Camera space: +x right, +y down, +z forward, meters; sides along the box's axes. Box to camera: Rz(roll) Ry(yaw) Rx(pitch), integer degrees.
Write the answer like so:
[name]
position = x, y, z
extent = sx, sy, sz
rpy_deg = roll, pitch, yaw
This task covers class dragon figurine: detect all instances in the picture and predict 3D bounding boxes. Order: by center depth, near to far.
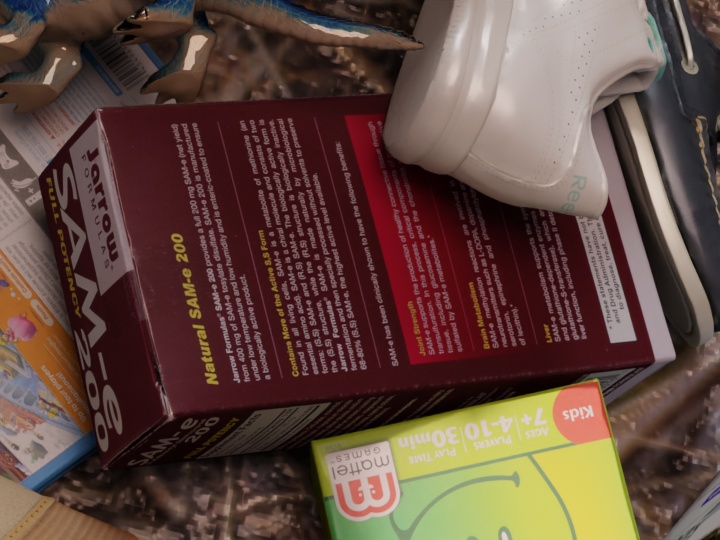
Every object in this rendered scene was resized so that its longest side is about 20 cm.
[dragon figurine]
position = -0.078, -0.110, 0.920
extent = 0.199, 0.059, 0.100
rpy_deg = -4, 63, 20

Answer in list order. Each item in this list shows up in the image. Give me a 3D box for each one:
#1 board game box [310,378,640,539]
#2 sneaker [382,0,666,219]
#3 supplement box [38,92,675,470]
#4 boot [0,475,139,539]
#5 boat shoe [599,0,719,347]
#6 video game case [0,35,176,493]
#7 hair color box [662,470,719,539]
[board game box]
position = 0.053, 0.146, 0.902
extent = 0.101, 0.048, 0.201
rpy_deg = -12, 72, -5
[sneaker]
position = 0.071, -0.100, 0.950
extent = 0.088, 0.075, 0.201
rpy_deg = 25, 56, -11
[supplement box]
position = 0.000, 0.000, 0.930
extent = 0.199, 0.061, 0.109
rpy_deg = -4, 70, -31
[boot]
position = -0.079, 0.154, 0.818
extent = 0.166, 0.072, 0.200
rpy_deg = 38, 29, -5
[boat shoe]
position = 0.110, -0.070, 1.005
extent = 0.061, 0.075, 0.201
rpy_deg = -14, 65, -9
[video game case]
position = -0.129, 0.001, 0.934
extent = 0.200, 0.018, 0.143
rpy_deg = -36, 84, -26
[hair color box]
position = 0.183, 0.055, 0.955
extent = 0.065, 0.109, 0.200
rpy_deg = 44, 65, 3
